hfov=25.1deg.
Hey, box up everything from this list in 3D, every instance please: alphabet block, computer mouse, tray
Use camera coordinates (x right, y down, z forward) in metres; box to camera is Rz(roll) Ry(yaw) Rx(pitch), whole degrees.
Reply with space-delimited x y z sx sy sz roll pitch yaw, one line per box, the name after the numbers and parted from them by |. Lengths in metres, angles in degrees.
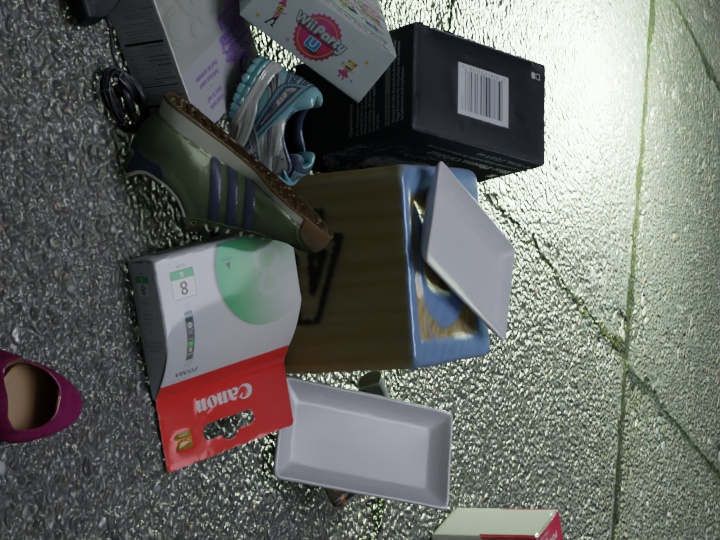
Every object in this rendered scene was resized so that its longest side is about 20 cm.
0.000 0.000 1.636 0.195 0.198 0.198 0 86 -62 | alphabet block
-0.226 -0.211 1.408 0.059 0.034 0.202 -42 131 -43 | computer mouse
0.002 0.183 1.683 0.198 0.022 0.108 14 65 -21 | tray
0.104 -0.015 1.599 0.200 0.022 0.108 44 48 -53 | tray

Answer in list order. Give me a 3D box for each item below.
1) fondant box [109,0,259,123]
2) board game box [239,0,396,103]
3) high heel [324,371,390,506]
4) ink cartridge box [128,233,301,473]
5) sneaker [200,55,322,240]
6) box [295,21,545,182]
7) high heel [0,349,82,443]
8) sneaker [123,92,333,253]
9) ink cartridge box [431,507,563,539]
-0.169 -0.242 1.490 0.145 0.058 0.201 -56 136 -51 | fondant box
-0.046 -0.263 1.581 0.147 0.064 0.200 35 18 -19 | board game box
0.017 0.225 1.780 0.201 0.071 0.143 -67 141 -51 | high heel
-0.123 0.070 1.493 0.160 0.050 0.202 -17 101 -40 | ink cartridge box
-0.094 -0.095 1.530 0.078 0.086 0.202 -38 147 -68 | sneaker
0.062 -0.165 1.721 0.196 0.199 0.119 11 75 -39 | box
-0.252 0.096 1.234 0.200 0.095 0.068 14 74 -62 | high heel
-0.126 -0.065 1.459 0.200 0.090 0.067 40 11 -16 | sneaker
0.184 0.403 2.003 0.084 0.144 0.202 -35 117 -57 | ink cartridge box
